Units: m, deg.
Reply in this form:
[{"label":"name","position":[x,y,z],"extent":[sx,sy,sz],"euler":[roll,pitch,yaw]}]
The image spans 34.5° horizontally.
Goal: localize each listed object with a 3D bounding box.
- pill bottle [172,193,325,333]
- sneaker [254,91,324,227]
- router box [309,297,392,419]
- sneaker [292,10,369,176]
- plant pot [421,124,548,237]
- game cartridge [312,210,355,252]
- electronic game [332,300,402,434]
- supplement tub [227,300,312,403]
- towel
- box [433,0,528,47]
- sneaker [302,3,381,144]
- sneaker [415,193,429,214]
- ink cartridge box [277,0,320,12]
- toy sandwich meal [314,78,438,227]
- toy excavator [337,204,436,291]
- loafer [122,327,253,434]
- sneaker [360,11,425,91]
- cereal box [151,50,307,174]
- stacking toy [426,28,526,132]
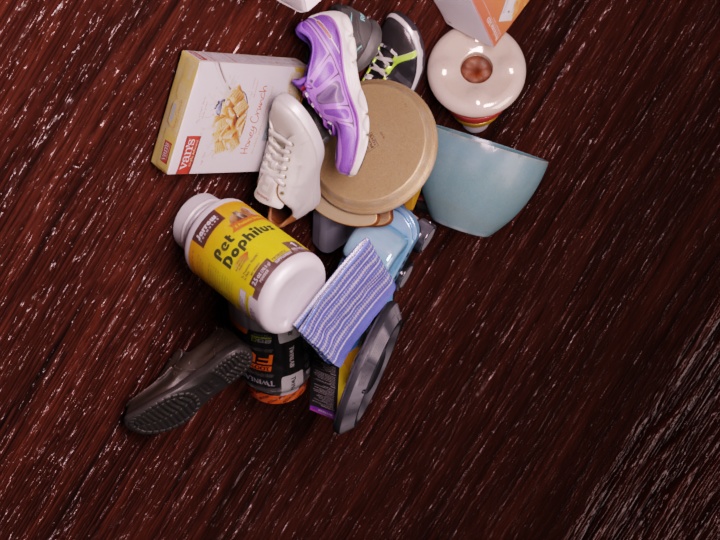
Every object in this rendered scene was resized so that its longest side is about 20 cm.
[{"label":"pill bottle","position":[-0.144,-0.016,1.441],"extent":[0.109,0.199,0.110],"euler":[-34,142,-31]},{"label":"sneaker","position":[-0.094,-0.128,1.455],"extent":[0.084,0.072,0.202],"euler":[-41,149,-27]},{"label":"router box","position":[-0.011,0.096,1.703],"extent":[0.201,0.050,0.151],"euler":[-55,157,-46]},{"label":"sneaker","position":[-0.039,-0.215,1.437],"extent":[0.082,0.081,0.204],"euler":[-12,93,-10]},{"label":"plant pot","position":[0.169,-0.130,1.752],"extent":[0.199,0.198,0.137],"euler":[3,107,-54]},{"label":"game cartridge","position":[0.012,-0.111,1.687],"extent":[0.199,0.042,0.134],"euler":[-40,160,-17]},{"label":"electronic game","position":[0.009,0.137,1.639],"extent":[0.200,0.041,0.203],"euler":[25,89,-83]},{"label":"supplement tub","position":[-0.122,0.085,1.635],"extent":[0.122,0.122,0.202],"euler":[-34,141,-31]},{"label":"towel","position":[-0.014,0.046,1.489],"extent":[0.145,0.024,0.200],"euler":[-52,161,-6]},{"label":"box","position":[0.193,-0.440,1.623],"extent":[0.201,0.097,0.124],"euler":[-53,148,-5]},{"label":"sneaker","position":[-0.050,-0.249,1.502],"extent":[0.079,0.075,0.202],"euler":[28,88,-45]},{"label":"sneaker","position":[0.154,-0.134,1.889],"extent":[0.199,0.073,0.088],"euler":[-11,111,-53]},{"label":"ink cartridge box","position":[-0.098,-0.395,1.218],"extent":[0.086,0.146,0.201],"euler":[-44,147,-21]},{"label":"toy sandwich meal","position":[0.017,-0.154,1.558],"extent":[0.207,0.204,0.070],"euler":[-55,160,-1]},{"label":"toy excavator","position":[0.000,0.000,1.598],"extent":[0.196,0.099,0.200],"euler":[-61,168,19]},{"label":"loafer","position":[-0.238,0.149,1.581],"extent":[0.198,0.072,0.073],"euler":[-33,141,-2]},{"label":"sneaker","position":[0.033,-0.253,1.595],"extent":[0.082,0.071,0.203],"euler":[-26,137,-38]},{"label":"cereal box","position":[-0.155,-0.191,1.421],"extent":[0.198,0.039,0.146],"euler":[-10,127,-51]},{"label":"stacking toy","position":[0.173,-0.268,1.759],"extent":[0.147,0.145,0.200],"euler":[-49,167,-10]}]
